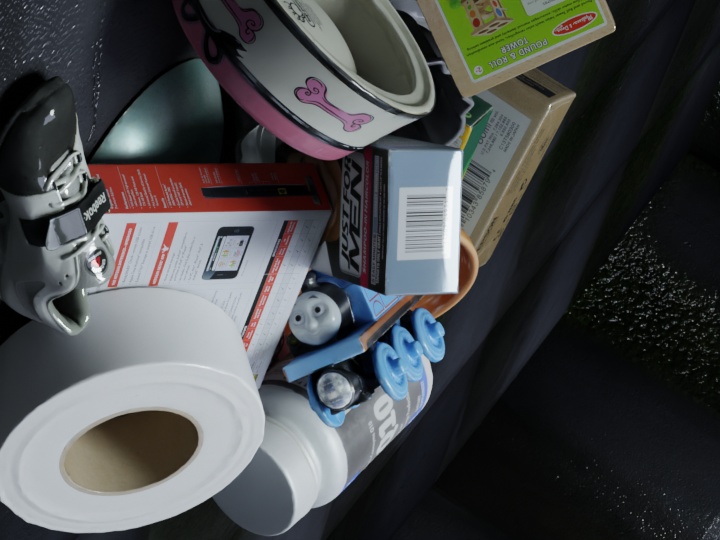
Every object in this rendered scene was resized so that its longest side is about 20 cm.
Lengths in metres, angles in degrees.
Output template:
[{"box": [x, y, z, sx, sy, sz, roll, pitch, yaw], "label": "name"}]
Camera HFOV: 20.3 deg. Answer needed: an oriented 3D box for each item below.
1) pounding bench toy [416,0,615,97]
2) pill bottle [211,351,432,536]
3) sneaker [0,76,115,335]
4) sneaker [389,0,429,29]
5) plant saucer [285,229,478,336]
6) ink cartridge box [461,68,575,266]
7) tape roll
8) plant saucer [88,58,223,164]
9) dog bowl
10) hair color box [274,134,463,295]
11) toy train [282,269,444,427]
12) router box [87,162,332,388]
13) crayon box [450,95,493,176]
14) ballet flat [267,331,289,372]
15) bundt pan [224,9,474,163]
[{"box": [0.143, -0.244, 1.505, 0.199, 0.125, 0.156, -23, -163, 14], "label": "pounding bench toy"}, {"box": [-0.036, 0.123, 1.649, 0.200, 0.113, 0.114, -41, 160, -44], "label": "pill bottle"}, {"box": [-0.189, -0.037, 1.288, 0.074, 0.088, 0.201, -45, 161, -37], "label": "sneaker"}, {"box": [0.005, -0.252, 1.584, 0.073, 0.119, 0.199, -15, 167, 39], "label": "sneaker"}, {"box": [0.000, 0.000, 1.701, 0.198, 0.038, 0.201, -9, 151, -5], "label": "plant saucer"}, {"box": [0.087, -0.124, 1.929, 0.075, 0.164, 0.201, -27, 147, -61], "label": "ink cartridge box"}, {"box": [-0.172, 0.103, 1.438, 0.200, 0.071, 0.203, -13, 144, -10], "label": "tape roll"}, {"box": [-0.151, -0.059, 1.481, 0.202, 0.039, 0.201, -53, 167, -17], "label": "plant saucer"}, {"box": [-0.043, -0.159, 1.330, 0.074, 0.201, 0.200, -40, 174, 21], "label": "dog bowl"}, {"box": [0.002, -0.046, 1.428, 0.200, 0.060, 0.100, -161, -109, -65], "label": "hair color box"}, {"box": [-0.002, 0.043, 1.553, 0.086, 0.115, 0.200, -24, -175, 22], "label": "toy train"}, {"box": [-0.134, 0.009, 1.441, 0.178, 0.049, 0.201, -1, 138, -26], "label": "router box"}, {"box": [0.031, -0.099, 1.866, 0.052, 0.125, 0.201, -43, 161, -48], "label": "crayon box"}, {"box": [-0.143, 0.111, 1.687, 0.199, 0.069, 0.071, -32, 128, -6], "label": "ballet flat"}, {"box": [-0.017, -0.133, 1.566, 0.200, 0.076, 0.202, -16, 154, -8], "label": "bundt pan"}]
